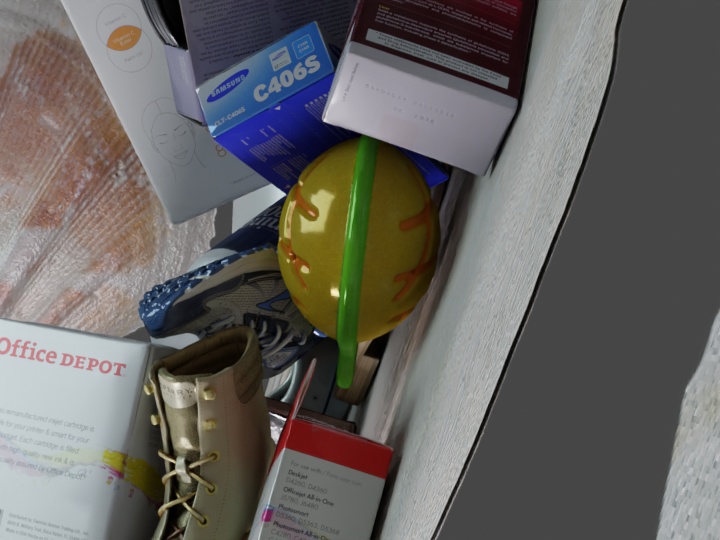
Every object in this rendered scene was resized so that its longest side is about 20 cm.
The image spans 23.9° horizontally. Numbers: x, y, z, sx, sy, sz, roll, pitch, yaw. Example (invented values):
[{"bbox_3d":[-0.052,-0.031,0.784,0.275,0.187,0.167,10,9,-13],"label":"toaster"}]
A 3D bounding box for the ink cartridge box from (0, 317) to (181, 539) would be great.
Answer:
[{"bbox_3d":[-0.181,0.147,1.178,0.146,0.146,0.201,22,-102,-59],"label":"ink cartridge box"}]

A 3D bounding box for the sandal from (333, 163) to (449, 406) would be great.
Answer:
[{"bbox_3d":[0.000,0.002,1.284,0.078,0.069,0.212,-81,11,-66],"label":"sandal"}]

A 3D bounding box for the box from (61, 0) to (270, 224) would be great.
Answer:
[{"bbox_3d":[-0.107,-0.162,1.281,0.200,0.152,0.106,65,-163,-10],"label":"box"}]

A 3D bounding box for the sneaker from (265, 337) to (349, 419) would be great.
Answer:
[{"bbox_3d":[-0.058,0.137,1.430,0.073,0.071,0.200,-94,23,-79],"label":"sneaker"}]

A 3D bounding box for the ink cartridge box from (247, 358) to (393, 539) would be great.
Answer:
[{"bbox_3d":[-0.034,0.168,1.033,0.116,0.067,0.200,115,172,-67],"label":"ink cartridge box"}]

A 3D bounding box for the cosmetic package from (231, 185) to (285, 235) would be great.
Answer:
[{"bbox_3d":[-0.053,-0.051,1.526,0.107,0.085,0.201,-15,70,48],"label":"cosmetic package"}]

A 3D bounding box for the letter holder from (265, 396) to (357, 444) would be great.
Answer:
[{"bbox_3d":[-0.086,0.214,1.299,0.200,0.100,0.142,113,172,-46],"label":"letter holder"}]

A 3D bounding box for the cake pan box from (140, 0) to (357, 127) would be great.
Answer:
[{"bbox_3d":[-0.052,-0.210,1.159,0.052,0.200,0.185,24,129,59],"label":"cake pan box"}]

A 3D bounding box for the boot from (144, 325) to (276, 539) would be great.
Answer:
[{"bbox_3d":[-0.111,0.139,1.079,0.200,0.073,0.156,-41,-50,-49],"label":"boot"}]

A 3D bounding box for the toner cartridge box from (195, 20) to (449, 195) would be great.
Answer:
[{"bbox_3d":[-0.021,-0.092,1.163,0.200,0.095,0.043,37,-151,-60],"label":"toner cartridge box"}]

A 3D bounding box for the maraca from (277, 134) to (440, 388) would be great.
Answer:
[{"bbox_3d":[-0.002,-0.007,1.141,0.200,0.107,0.137,95,-175,-55],"label":"maraca"}]

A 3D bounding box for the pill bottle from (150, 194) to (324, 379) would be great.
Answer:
[{"bbox_3d":[-0.069,0.016,1.344,0.200,0.111,0.111,-39,-19,-40],"label":"pill bottle"}]

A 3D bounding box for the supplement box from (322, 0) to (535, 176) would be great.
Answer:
[{"bbox_3d":[0.050,-0.158,1.076,0.200,0.109,0.061,-75,6,-45],"label":"supplement box"}]

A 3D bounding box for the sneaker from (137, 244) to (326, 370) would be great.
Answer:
[{"bbox_3d":[-0.069,0.028,1.184,0.077,0.085,0.200,-21,-3,39],"label":"sneaker"}]
